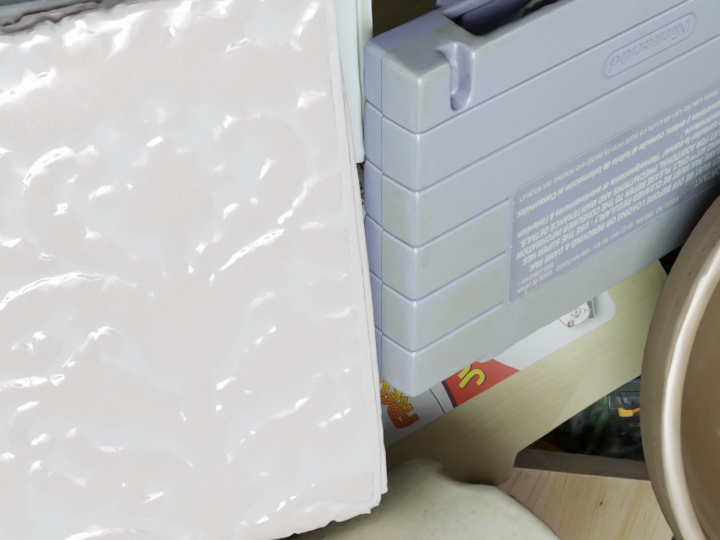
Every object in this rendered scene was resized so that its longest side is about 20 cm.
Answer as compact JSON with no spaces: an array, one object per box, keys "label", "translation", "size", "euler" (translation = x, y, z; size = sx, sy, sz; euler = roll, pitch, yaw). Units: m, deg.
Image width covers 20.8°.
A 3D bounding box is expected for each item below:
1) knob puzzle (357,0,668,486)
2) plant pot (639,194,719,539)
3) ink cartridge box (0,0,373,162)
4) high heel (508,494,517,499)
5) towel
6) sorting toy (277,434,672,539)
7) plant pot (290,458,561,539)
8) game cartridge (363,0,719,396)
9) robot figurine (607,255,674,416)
[{"label":"knob puzzle","translation":[0.000,0.000,0.739],"size":[0.218,0.030,0.221],"euler":[-1,110,-2]},{"label":"plant pot","translation":[0.184,0.030,0.696],"size":[0.199,0.093,0.202],"euler":[-4,105,-13]},{"label":"ink cartridge box","translation":[-0.089,-0.126,0.627],"size":[0.144,0.200,0.145],"euler":[-10,119,-10]},{"label":"high heel","translation":[-0.012,0.152,0.777],"size":[0.095,0.068,0.200],"euler":[9,138,-30]},{"label":"towel","translation":[-0.095,0.014,0.570],"size":[0.199,0.032,0.192],"euler":[-12,120,-11]},{"label":"sorting toy","translation":[0.018,0.154,0.881],"size":[0.198,0.070,0.201],"euler":[8,114,-20]},{"label":"plant pot","translation":[-0.005,0.168,0.644],"size":[0.183,0.200,0.201],"euler":[-41,124,-23]},{"label":"game cartridge","translation":[0.081,-0.051,0.645],"size":[0.199,0.038,0.130],"euler":[-28,141,-31]},{"label":"robot figurine","translation":[0.174,0.014,0.814],"size":[0.199,0.145,0.059],"euler":[-10,100,-7]}]
